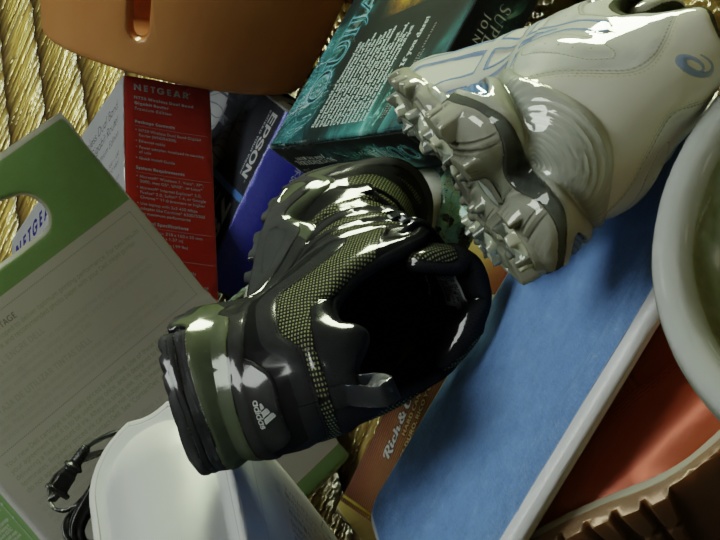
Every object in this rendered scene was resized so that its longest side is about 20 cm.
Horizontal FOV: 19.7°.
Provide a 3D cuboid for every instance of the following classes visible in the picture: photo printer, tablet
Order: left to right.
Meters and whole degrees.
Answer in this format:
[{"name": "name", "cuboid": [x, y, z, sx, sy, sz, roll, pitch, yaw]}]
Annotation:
[{"name": "photo printer", "cuboid": [-0.032, 0.153, 0.753, 0.069, 0.167, 0.200, -27, 40, 8]}, {"name": "tablet", "cuboid": [0.061, 0.028, 0.684, 0.201, 0.014, 0.130, -60, 16, 13]}]

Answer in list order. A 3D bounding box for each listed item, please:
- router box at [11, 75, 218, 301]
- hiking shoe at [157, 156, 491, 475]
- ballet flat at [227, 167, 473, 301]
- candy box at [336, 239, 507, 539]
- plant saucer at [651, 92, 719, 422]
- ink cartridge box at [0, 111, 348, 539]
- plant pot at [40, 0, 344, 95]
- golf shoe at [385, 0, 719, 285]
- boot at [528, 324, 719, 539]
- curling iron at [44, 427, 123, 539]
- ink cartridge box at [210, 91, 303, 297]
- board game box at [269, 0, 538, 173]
[{"name": "router box", "cuboid": [-0.132, 0.026, 1.079, 0.200, 0.049, 0.181, 135, 136, -54]}, {"name": "hiking shoe", "cuboid": [0.007, 0.013, 0.757, 0.100, 0.076, 0.200, -5, 24, 23]}, {"name": "ballet flat", "cuboid": [0.000, 0.000, 0.898, 0.200, 0.074, 0.075, -40, 39, 43]}, {"name": "candy box", "cuboid": [0.073, 0.035, 0.756, 0.201, 0.056, 0.117, -62, 28, 10]}, {"name": "plant saucer", "cuboid": [0.179, -0.006, 0.546, 0.199, 0.050, 0.201, -16, 43, 15]}, {"name": "ink cartridge box", "cuboid": [-0.117, 0.051, 0.882, 0.145, 0.200, 0.048, -41, 0, -39]}, {"name": "plant pot", "cuboid": [-0.081, -0.174, 1.049, 0.200, 0.199, 0.141, -138, 58, -61]}, {"name": "golf shoe", "cuboid": [0.068, -0.051, 0.679, 0.097, 0.079, 0.200, -34, 12, -1]}, {"name": "boot", "cuboid": [0.113, 0.046, 0.669, 0.200, 0.075, 0.108, -40, 35, 30]}, {"name": "curling iron", "cuboid": [-0.101, 0.162, 0.804, 0.026, 0.049, 0.201, 130, 142, -77]}, {"name": "ink cartridge box", "cuboid": [-0.063, -0.048, 1.077, 0.100, 0.039, 0.200, -64, 28, 7]}, {"name": "board game box", "cuboid": [0.043, -0.133, 0.906, 0.201, 0.028, 0.135, -61, 23, -13]}]
